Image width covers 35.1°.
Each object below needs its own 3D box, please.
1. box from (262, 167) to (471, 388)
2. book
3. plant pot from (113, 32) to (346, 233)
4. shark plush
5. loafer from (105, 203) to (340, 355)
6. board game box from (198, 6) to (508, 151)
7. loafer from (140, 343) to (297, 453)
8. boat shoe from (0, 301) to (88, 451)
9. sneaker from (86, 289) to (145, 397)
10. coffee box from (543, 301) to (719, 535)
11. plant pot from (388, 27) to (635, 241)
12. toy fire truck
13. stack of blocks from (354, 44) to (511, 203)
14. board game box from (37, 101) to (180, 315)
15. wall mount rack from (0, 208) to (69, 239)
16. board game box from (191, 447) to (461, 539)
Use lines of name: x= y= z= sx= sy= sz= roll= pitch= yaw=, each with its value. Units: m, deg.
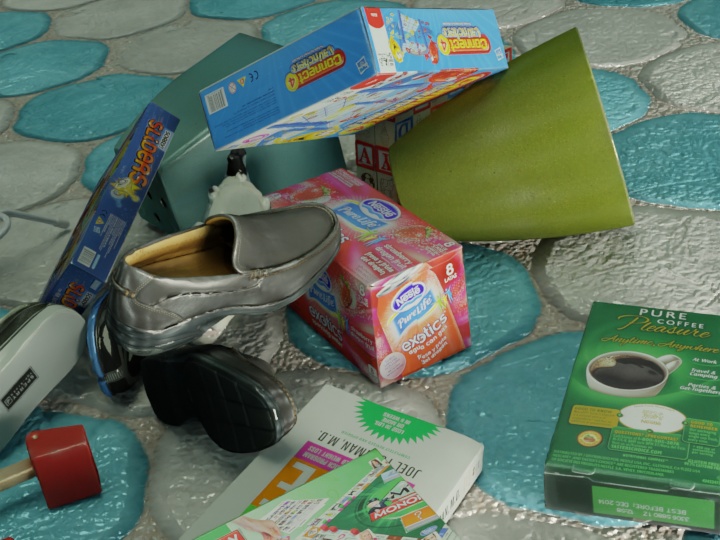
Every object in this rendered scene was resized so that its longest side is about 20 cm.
box: x=0.000 y=0.000 z=0.971 sx=0.095 sy=0.101 sz=0.200 roll=-22 pitch=33 yaw=-23
book: x=-0.018 y=0.166 z=0.761 sx=0.132 sy=0.049 sz=0.200 roll=16 pitch=37 yaw=25
plant pot: x=-0.144 y=-0.130 z=1.187 sx=0.199 sy=0.143 sz=0.141 roll=-36 pitch=40 yaw=-28
shark plush: x=-0.123 y=-0.034 z=0.963 sx=0.090 sy=0.084 sz=0.202 roll=9 pitch=48 yaw=-26
loafer: x=-0.092 y=-0.009 z=0.833 sx=0.199 sy=0.073 sz=0.073 roll=-29 pitch=58 yaw=-33
board game box: x=-0.005 y=-0.168 z=1.001 sx=0.199 sy=0.057 sz=0.195 roll=-18 pitch=-2 yaw=41
loafer: x=-0.095 y=0.084 z=0.847 sx=0.072 sy=0.074 sz=0.199 roll=-20 pitch=17 yaw=-30
boat shoe: x=-0.302 y=0.100 z=0.894 sx=0.063 sy=0.071 sz=0.200 roll=12 pitch=45 yaw=36
sneaker: x=-0.166 y=0.035 z=0.979 sx=0.082 sy=0.072 sz=0.200 roll=1 pitch=28 yaw=26
coffee box: x=0.209 y=0.098 z=0.815 sx=0.121 sy=0.044 sz=0.201 roll=4 pitch=33 yaw=19
plant pot: x=0.134 y=-0.103 z=1.063 sx=0.198 sy=0.189 sz=0.188 roll=-17 pitch=29 yaw=13
toy fire truck: x=-0.278 y=0.185 z=0.778 sx=0.198 sy=0.049 sz=0.141 roll=-14 pitch=31 yaw=-9
stack of blocks: x=0.081 y=-0.162 z=1.205 sx=0.058 sy=0.116 sz=0.199 roll=20 pitch=35 yaw=38
board game box: x=-0.232 y=-0.041 z=1.022 sx=0.034 sy=0.135 sz=0.201 roll=29 pitch=49 yaw=-17
wall mount rack: x=-0.407 y=-0.040 z=1.165 sx=0.198 sy=0.075 sz=0.174 roll=12 pitch=40 yaw=30
board game box: x=-0.029 y=0.192 z=0.661 sx=0.198 sy=0.029 sz=0.134 roll=-21 pitch=45 yaw=-32
